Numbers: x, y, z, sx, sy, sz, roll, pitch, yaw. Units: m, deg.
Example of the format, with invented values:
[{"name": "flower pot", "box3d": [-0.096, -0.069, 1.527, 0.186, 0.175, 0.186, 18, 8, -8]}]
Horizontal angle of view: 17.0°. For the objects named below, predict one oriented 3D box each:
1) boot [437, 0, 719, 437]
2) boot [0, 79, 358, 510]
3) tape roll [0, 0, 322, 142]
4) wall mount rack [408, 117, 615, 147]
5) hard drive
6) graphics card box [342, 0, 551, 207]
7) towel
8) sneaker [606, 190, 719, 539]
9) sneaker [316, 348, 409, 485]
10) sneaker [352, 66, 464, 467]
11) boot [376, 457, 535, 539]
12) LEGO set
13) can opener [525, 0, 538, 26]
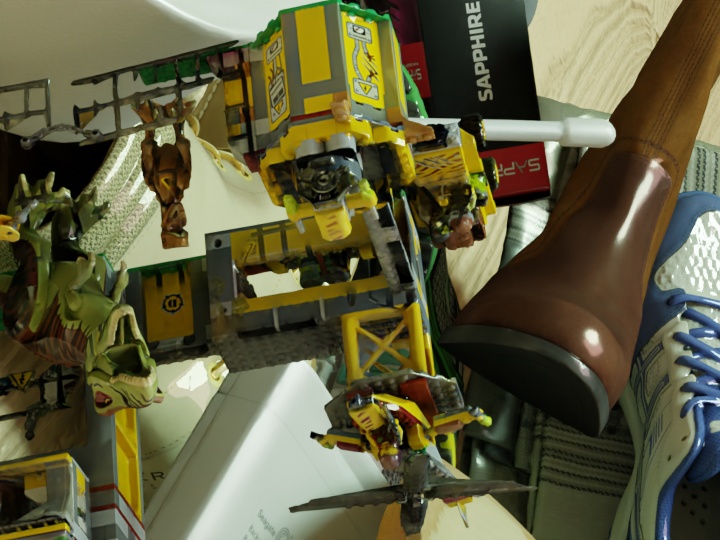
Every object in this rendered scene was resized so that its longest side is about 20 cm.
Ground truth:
[{"name": "boot", "box3d": [0.111, -0.038, 0.899, 0.200, 0.068, 0.188, -59, 171, 1]}, {"name": "boot", "box3d": [-0.062, -0.036, 0.785, 0.156, 0.073, 0.200, 62, 31, -42]}, {"name": "tape roll", "box3d": [-0.087, -0.139, 0.656, 0.202, 0.071, 0.203, 37, 39, -38]}, {"name": "wall mount rack", "box3d": [-0.003, -0.106, 0.841, 0.174, 0.074, 0.200, 40, 18, -43]}, {"name": "hard drive", "box3d": [-0.049, 0.139, 0.708, 0.200, 0.027, 0.132, -60, 144, -24]}, {"name": "graphics card box", "box3d": [0.026, -0.126, 1.007, 0.125, 0.051, 0.201, -169, -109, -75]}, {"name": "towel", "box3d": [0.145, 0.037, 1.018, 0.035, 0.199, 0.193, 139, -37, -75]}, {"name": "sneaker", "box3d": [0.143, 0.061, 0.955, 0.088, 0.075, 0.201, 135, -40, -71]}, {"name": "sneaker", "box3d": [-0.021, 0.102, 0.851, 0.200, 0.077, 0.091, -55, 143, -56]}, {"name": "sneaker", "box3d": [0.000, 0.000, 0.959, 0.085, 0.078, 0.201, -66, 153, -67]}, {"name": "boot", "box3d": [-0.003, 0.142, 0.692, 0.071, 0.144, 0.201, 38, 13, -8]}, {"name": "LEGO set", "box3d": [-0.057, 0.027, 0.608, 0.154, 0.199, 0.116, 83, 0, -59]}, {"name": "can opener", "box3d": [0.059, -0.126, 1.180, 0.200, 0.053, 0.067, -53, 132, -62]}]
